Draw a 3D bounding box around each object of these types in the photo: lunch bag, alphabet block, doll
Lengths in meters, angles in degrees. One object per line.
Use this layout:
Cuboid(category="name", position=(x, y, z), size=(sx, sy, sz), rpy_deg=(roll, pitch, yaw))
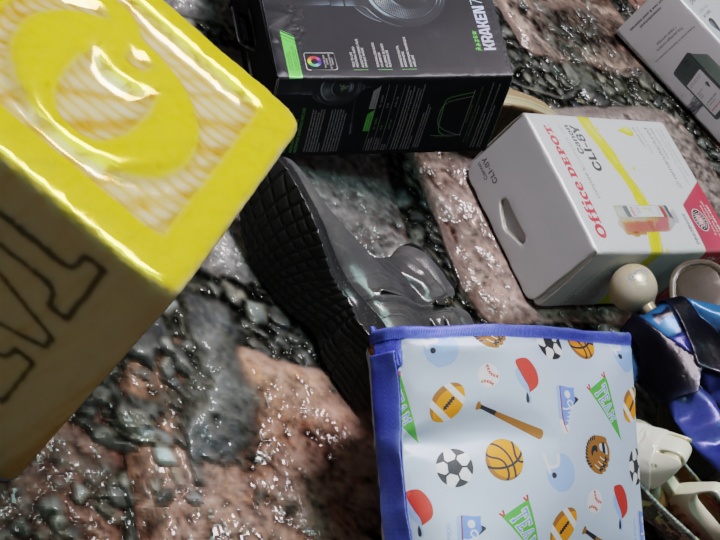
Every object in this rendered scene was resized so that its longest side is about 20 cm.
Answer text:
Cuboid(category="lunch bag", position=(0.082, 0.122, 1.034), size=(0.199, 0.123, 0.172), rpy_deg=(5, 76, -45))
Cuboid(category="alphabet block", position=(-0.188, -0.043, 0.899), size=(0.196, 0.200, 0.196), rpy_deg=(39, 39, -8))
Cuboid(category="doll", position=(0.265, 0.075, 1.254), size=(0.136, 0.049, 0.201), rpy_deg=(-29, 65, -17))

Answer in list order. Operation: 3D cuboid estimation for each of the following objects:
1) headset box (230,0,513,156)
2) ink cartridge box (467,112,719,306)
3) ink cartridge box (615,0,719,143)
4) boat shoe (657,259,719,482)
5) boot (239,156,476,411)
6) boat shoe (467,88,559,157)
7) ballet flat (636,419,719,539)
Cuboid(category="headset box", position=(-0.003, -0.184, 1.236), size=(0.198, 0.093, 0.175), rpy_deg=(-2, 55, -14))
Cuboid(category="ink cartridge box", position=(0.208, -0.052, 1.363), size=(0.199, 0.083, 0.146), rpy_deg=(-2, 58, -43))
Cuboid(category="ink cartridge box", position=(0.385, -0.226, 1.680), size=(0.200, 0.084, 0.146), rpy_deg=(47, 39, 0))
Cuboid(category="boat shoe", position=(0.285, 0.094, 1.311), size=(0.071, 0.068, 0.202), rpy_deg=(3, 63, 15))
Cuboid(category="boot", position=(0.000, 0.000, 1.152), size=(0.131, 0.070, 0.201), rpy_deg=(-24, 86, -53))
Cuboid(category="boat shoe", position=(0.088, -0.147, 1.348), size=(0.199, 0.071, 0.065), rpy_deg=(11, 50, -35))
Cuboid(category="ballet flat", position=(0.243, 0.169, 1.207), size=(0.200, 0.071, 0.069), rpy_deg=(44, 50, -1))
